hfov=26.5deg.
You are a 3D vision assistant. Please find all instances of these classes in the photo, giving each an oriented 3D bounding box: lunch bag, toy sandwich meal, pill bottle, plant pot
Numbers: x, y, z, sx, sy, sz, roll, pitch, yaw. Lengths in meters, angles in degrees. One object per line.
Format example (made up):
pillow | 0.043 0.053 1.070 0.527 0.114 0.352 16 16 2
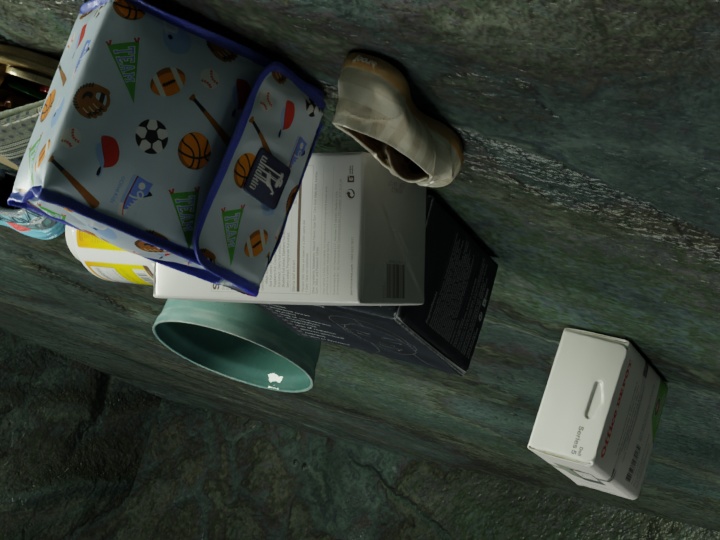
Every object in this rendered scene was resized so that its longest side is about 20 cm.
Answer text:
lunch bag | -0.133 -0.091 1.140 0.199 0.172 0.124 25 171 -24
toy sandwich meal | -0.296 -0.139 1.399 0.203 0.071 0.205 17 168 4
pill bottle | -0.241 -0.040 1.676 0.109 0.110 0.199 27 165 -39
plant pot | -0.129 0.042 1.801 0.198 0.135 0.201 17 162 6

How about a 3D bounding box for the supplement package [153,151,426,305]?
supplement package | -0.058 -0.032 1.272 0.198 0.121 0.121 1 179 29

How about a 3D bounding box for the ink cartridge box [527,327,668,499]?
ink cartridge box | 0.277 0.167 1.757 0.083 0.147 0.200 13 167 28

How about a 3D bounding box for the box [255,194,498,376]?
box | 0.000 0.000 1.462 0.198 0.125 0.196 13 169 26

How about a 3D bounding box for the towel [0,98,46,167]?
towel | -0.209 -0.116 1.344 0.198 0.035 0.192 -13 153 23

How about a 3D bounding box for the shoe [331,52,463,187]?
shoe | 0.025 -0.098 1.148 0.069 0.054 0.200 13 167 24

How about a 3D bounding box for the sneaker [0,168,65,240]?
sneaker | -0.449 -0.098 1.852 0.198 0.080 0.096 7 157 12
